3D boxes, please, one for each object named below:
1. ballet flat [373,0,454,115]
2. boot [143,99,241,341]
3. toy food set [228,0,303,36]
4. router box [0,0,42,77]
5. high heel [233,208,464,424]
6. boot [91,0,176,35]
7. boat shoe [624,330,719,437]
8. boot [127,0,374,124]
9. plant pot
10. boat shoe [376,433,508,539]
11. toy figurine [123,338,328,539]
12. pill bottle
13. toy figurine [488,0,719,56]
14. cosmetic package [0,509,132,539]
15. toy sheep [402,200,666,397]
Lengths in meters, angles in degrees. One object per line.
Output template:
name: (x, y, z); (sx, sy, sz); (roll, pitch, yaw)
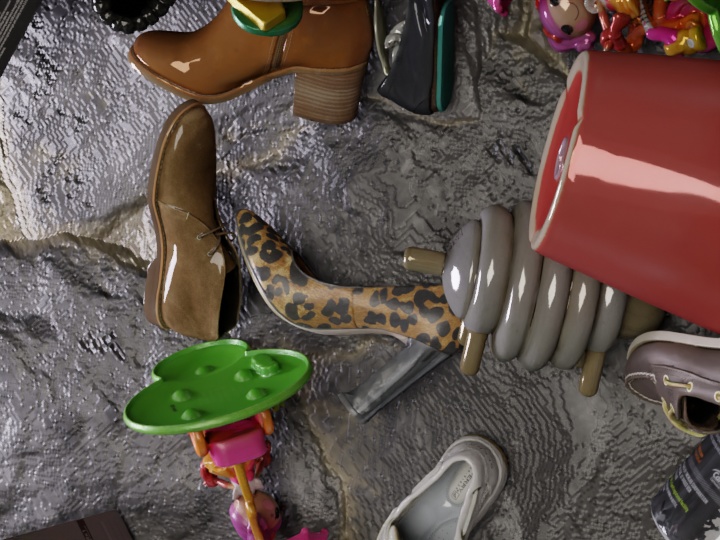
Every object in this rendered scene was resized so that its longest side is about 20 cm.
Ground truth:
ballet flat: (0.045, -0.216, 1.562); (0.073, 0.073, 0.201); (17, 114, 22)
boot: (-0.123, -0.037, 1.637); (0.075, 0.073, 0.201); (22, 122, 31)
toy food set: (-0.071, -0.265, 1.520); (0.200, 0.198, 0.049); (43, 151, 22)
router box: (-0.274, -0.271, 1.670); (0.062, 0.150, 0.201); (26, 106, -20)
high heel: (0.000, 0.000, 1.614); (0.142, 0.071, 0.200); (-39, 79, 12)
boot: (-0.160, -0.288, 1.609); (0.079, 0.158, 0.213); (11, 96, -8)
boat shoe: (0.240, 0.082, 1.428); (0.200, 0.072, 0.060); (-5, 59, 62)
boot: (-0.085, -0.205, 1.604); (0.199, 0.077, 0.156); (16, 122, 17)
plant pot: (0.217, -0.060, 1.414); (0.176, 0.200, 0.202); (14, 98, -3)
boat shoe: (0.040, 0.216, 1.598); (0.071, 0.069, 0.201); (31, 104, 17)
toy figurine: (-0.094, 0.168, 1.627); (0.149, 0.200, 0.185); (-17, 106, -11)
pill bottle: (0.305, 0.128, 1.462); (0.106, 0.106, 0.200); (43, 107, 16)
toy figurine: (0.178, -0.218, 1.506); (0.183, 0.150, 0.201); (-11, 113, 37)
cosmetic package: (-0.255, 0.266, 1.656); (0.090, 0.200, 0.107); (-30, 81, 21)
toy sheep: (0.128, 0.013, 1.520); (0.199, 0.138, 0.139); (8, 96, -7)
